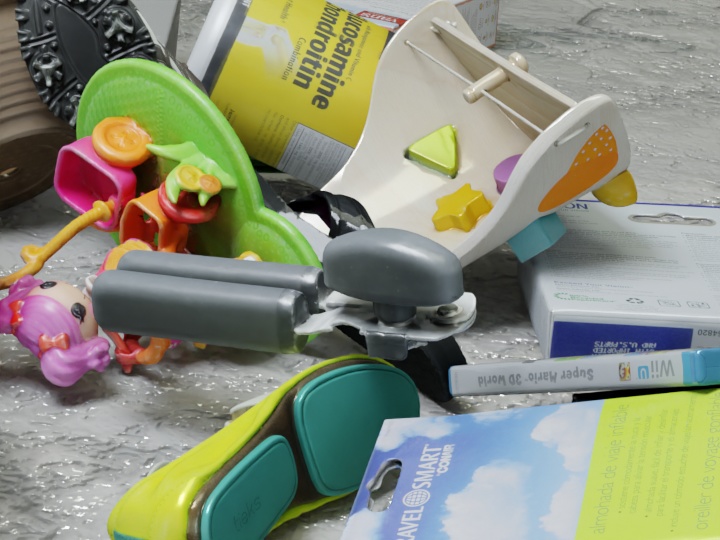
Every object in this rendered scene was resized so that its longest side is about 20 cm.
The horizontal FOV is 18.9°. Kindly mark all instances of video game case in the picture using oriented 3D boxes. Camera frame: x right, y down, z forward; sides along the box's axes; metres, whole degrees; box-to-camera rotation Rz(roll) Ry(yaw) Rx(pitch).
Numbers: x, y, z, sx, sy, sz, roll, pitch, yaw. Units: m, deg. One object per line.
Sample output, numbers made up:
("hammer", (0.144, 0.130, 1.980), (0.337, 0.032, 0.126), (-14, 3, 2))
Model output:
("video game case", (0.156, 0.047, 1.062), (0.142, 0.018, 0.200), (-2, -3, -31))

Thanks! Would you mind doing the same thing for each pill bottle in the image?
("pill bottle", (-0.014, -0.109, 1.397), (0.199, 0.112, 0.112), (24, 20, -6))

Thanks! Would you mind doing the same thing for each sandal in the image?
("sandal", (0.001, 0.001, 1.190), (0.048, 0.076, 0.200), (-37, 52, -17))

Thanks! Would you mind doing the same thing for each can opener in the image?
("can opener", (-0.036, 0.007, 1.043), (0.199, 0.067, 0.053), (2, 22, 25))

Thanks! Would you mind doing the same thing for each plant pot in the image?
("plant pot", (-0.232, -0.098, 1.331), (0.200, 0.201, 0.093), (-13, 68, -39))

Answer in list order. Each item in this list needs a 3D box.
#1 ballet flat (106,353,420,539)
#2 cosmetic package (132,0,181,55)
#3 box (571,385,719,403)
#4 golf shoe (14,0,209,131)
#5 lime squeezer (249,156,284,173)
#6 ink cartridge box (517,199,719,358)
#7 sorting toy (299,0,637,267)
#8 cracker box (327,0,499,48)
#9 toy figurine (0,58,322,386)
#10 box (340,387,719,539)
("ballet flat", (-0.046, 0.087, 1.002), (0.067, 0.067, 0.200), (-3, 16, 32))
("cosmetic package", (-0.187, -0.155, 1.564), (0.106, 0.091, 0.200), (6, 18, -5))
("box", (0.222, 0.110, 1.013), (0.199, 0.050, 0.199), (-3, 22, -17))
("golf shoe", (-0.139, -0.108, 1.296), (0.077, 0.201, 0.095), (-29, 21, 8))
("lime squeezer", (-0.087, -0.052, 1.405), (0.071, 0.038, 0.200), (41, 27, 4))
("ink cartridge box", (0.195, 0.010, 1.277), (0.198, 0.041, 0.200), (3, 21, -2))
("sorting toy", (0.048, -0.046, 1.276), (0.180, 0.107, 0.200), (-38, 34, -7))
("cracker box", (0.013, -0.202, 1.768), (0.133, 0.058, 0.200), (15, 22, 26))
("toy figurine", (-0.147, 0.005, 1.151), (0.200, 0.151, 0.184), (41, 49, 19))
("box", (0.098, 0.102, 0.927), (0.199, 0.048, 0.122), (-7, 27, 18))
